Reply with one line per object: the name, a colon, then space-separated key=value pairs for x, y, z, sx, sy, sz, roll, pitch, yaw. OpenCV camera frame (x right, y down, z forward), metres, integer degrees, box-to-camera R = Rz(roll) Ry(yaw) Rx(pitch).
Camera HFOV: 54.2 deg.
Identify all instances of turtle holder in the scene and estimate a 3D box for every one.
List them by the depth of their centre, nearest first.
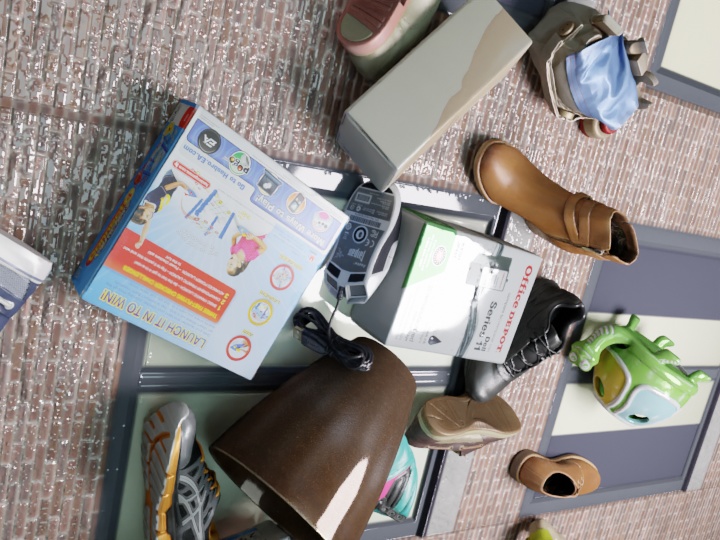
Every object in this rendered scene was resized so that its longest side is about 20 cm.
turtle holder: x=0.411 y=0.157 z=1.051 sx=0.184 sy=0.141 sz=0.133 roll=19 pitch=114 yaw=-44

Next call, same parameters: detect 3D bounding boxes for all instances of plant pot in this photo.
plant pot: x=-0.031 y=0.176 z=0.768 sx=0.201 sy=0.185 sz=0.188 roll=-49 pitch=126 yaw=-25

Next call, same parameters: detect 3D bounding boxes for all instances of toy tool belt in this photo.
toy tool belt: x=0.291 y=-0.226 z=0.844 sx=0.125 sy=0.122 sz=0.200 roll=-49 pitch=126 yaw=-7

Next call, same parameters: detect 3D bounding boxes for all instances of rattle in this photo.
rattle: x=0.292 y=0.487 z=1.138 sx=0.143 sy=0.130 sz=0.200 roll=-49 pitch=153 yaw=5

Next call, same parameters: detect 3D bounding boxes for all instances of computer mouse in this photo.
computer mouse: x=0.000 y=0.000 z=0.765 sx=0.044 sy=0.108 sz=0.203 roll=28 pitch=83 yaw=-53

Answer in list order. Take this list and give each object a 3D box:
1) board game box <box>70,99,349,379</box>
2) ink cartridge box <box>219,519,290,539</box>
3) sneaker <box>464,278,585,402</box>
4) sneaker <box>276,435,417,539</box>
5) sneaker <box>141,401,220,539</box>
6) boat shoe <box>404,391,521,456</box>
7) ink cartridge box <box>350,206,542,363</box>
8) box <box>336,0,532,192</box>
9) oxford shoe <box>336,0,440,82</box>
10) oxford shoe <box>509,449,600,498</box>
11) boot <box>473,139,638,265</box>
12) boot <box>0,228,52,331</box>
board game box: x=-0.139 y=-0.024 z=0.685 sx=0.199 sy=0.056 sz=0.198 roll=34 pitch=88 yaw=-36
ink cartridge box: x=-0.158 y=0.329 z=0.717 sx=0.197 sy=0.176 sz=0.046 roll=-16 pitch=89 yaw=-21
sneaker: x=0.216 y=0.095 z=0.932 sx=0.201 sy=0.090 sz=0.076 roll=-49 pitch=118 yaw=-8
sneaker: x=-0.003 y=0.284 z=0.871 sx=0.200 sy=0.084 sz=0.121 roll=-44 pitch=125 yaw=0
sneaker: x=-0.184 y=0.221 z=0.736 sx=0.076 sy=0.078 sz=0.204 roll=-6 pitch=121 yaw=-29
boat shoe: x=0.137 y=0.211 z=0.948 sx=0.198 sy=0.073 sz=0.072 roll=5 pitch=136 yaw=-44
ink cartridge box: x=0.106 y=0.021 z=0.839 sx=0.197 sy=0.083 sz=0.149 roll=12 pitch=101 yaw=-36
box: x=0.072 y=-0.183 z=0.726 sx=0.200 sy=0.095 sz=0.078 roll=-44 pitch=90 yaw=-10
oxford shoe: x=0.051 y=-0.283 z=0.719 sx=0.201 sy=0.070 sz=0.074 roll=-49 pitch=150 yaw=-9
oxford shoe: x=0.320 y=0.330 z=1.096 sx=0.197 sy=0.071 sz=0.073 roll=15 pitch=97 yaw=-37
boot: x=0.234 y=-0.077 z=0.841 sx=0.077 sy=0.155 sz=0.200 roll=-50 pitch=125 yaw=-6
boot: x=-0.347 y=-0.019 z=0.542 sx=0.200 sy=0.072 sz=0.091 roll=41 pitch=78 yaw=-36
